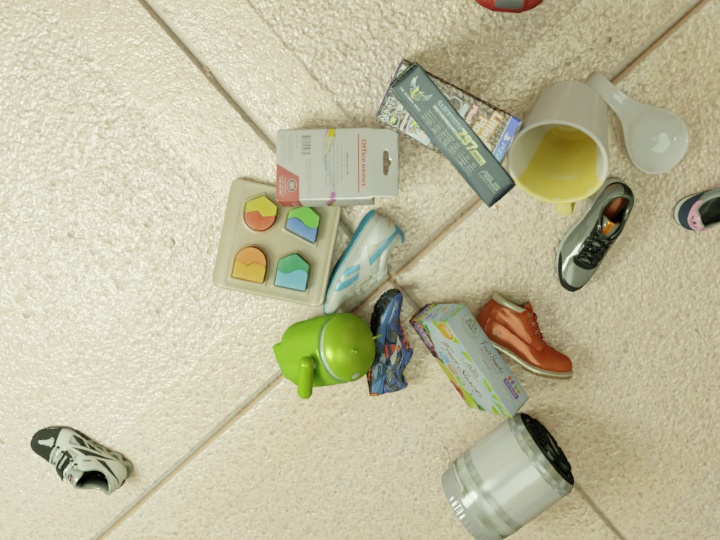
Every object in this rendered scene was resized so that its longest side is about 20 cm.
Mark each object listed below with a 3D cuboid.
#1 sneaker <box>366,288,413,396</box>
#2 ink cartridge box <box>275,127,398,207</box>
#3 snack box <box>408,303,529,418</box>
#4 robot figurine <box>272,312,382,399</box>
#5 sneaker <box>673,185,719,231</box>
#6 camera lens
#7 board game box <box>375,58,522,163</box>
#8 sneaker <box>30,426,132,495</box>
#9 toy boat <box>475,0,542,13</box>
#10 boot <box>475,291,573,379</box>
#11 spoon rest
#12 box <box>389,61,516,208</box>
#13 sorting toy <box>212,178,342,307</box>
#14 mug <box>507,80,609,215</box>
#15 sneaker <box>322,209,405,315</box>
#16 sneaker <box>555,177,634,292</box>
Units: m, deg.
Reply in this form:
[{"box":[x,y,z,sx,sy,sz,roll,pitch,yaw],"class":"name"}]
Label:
[{"box":[0.056,0.127,1.254,0.077,0.076,0.204,2,112,-10],"class":"sneaker"},{"box":[-0.035,-0.167,1.155,0.196,0.067,0.119,0,86,4],"class":"ink cartridge box"},{"box":[0.182,0.150,1.208,0.053,0.142,0.201,-40,101,-20],"class":"snack box"},{"box":[-0.058,0.136,1.209,0.198,0.175,0.118,-15,100,39],"class":"robot figurine"},{"box":[0.615,-0.116,1.144,0.198,0.082,0.071,-28,102,10],"class":"sneaker"},{"box":[0.262,0.365,1.254,0.199,0.160,0.160,-40,100,12],"class":"camera lens"},{"box":[0.130,-0.236,1.096,0.197,0.160,0.098,25,105,-5],"class":"board game box"},{"box":[-0.536,0.360,1.333,0.197,0.089,0.075,21,107,-2],"class":"sneaker"},{"box":[0.229,-0.488,1.037,0.128,0.131,0.204,4,106,1],"class":"toy boat"},{"box":[0.295,0.115,1.232,0.197,0.075,0.109,26,100,-3],"class":"boot"},{"box":[0.439,-0.236,1.132,0.199,0.061,0.100,39,104,-7],"class":"spoon rest"},{"box":[0.118,-0.184,0.947,0.051,0.158,0.200,-40,99,12],"class":"box"},{"box":[-0.142,-0.047,1.198,0.196,0.036,0.189,11,87,1],"class":"sorting toy"},{"box":[0.309,-0.199,1.103,0.147,0.154,0.188,25,142,1],"class":"mug"},{"box":[0.000,0.000,1.213,0.080,0.077,0.202,29,108,-11],"class":"sneaker"},{"box":[0.386,-0.056,1.175,0.073,0.079,0.203,22,107,-5],"class":"sneaker"}]
